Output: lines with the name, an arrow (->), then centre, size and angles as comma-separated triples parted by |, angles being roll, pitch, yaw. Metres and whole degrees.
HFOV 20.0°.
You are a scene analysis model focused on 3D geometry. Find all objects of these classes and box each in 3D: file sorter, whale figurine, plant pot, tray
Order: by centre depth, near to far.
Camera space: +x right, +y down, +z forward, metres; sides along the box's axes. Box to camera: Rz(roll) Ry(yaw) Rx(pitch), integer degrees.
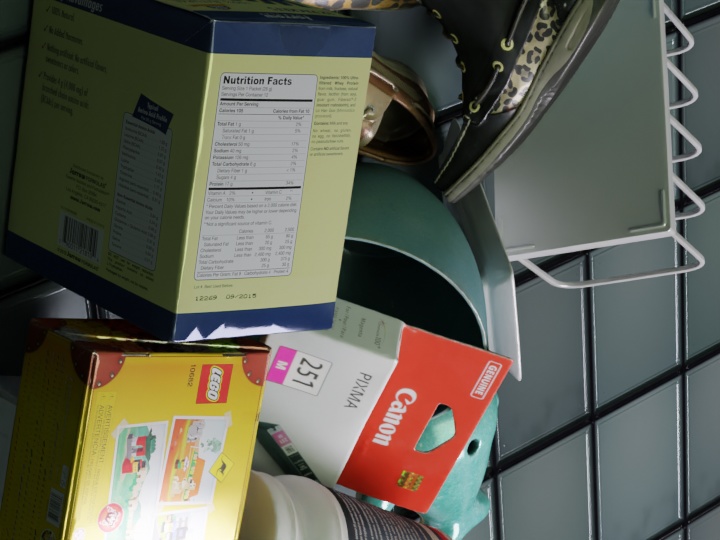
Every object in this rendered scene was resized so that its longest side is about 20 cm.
plant pot -> 0.000, 0.000, 1.487 | 0.135, 0.198, 0.201 | -78, 148, -43
tray -> 0.088, -0.017, 1.550 | 0.022, 0.201, 0.108 | -12, 130, -3
file sorter -> 0.189, -0.098, 1.582 | 0.124, 0.138, 0.202 | 32, 54, -58
whale figurine -> 0.066, 0.151, 1.641 | 0.159, 0.103, 0.201 | -39, 128, -26

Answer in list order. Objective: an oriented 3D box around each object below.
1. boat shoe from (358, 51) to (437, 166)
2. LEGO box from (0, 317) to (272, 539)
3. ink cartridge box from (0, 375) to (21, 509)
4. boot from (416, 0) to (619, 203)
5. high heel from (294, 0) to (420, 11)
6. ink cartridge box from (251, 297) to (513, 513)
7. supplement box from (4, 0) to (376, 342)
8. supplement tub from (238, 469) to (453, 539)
boat shoe -> -0.011, -0.123, 1.447 | 0.199, 0.072, 0.076 | 13, 130, -46
LEGO box -> -0.151, 0.137, 1.334 | 0.148, 0.077, 0.202 | 2, 102, -44
ink cartridge box -> -0.209, 0.183, 1.412 | 0.146, 0.086, 0.202 | 6, 102, -43
boot -> 0.073, -0.163, 1.436 | 0.204, 0.153, 0.073 | -55, 173, 33
high heel -> -0.005, -0.238, 1.444 | 0.200, 0.071, 0.142 | -50, 140, -1
ink cartridge box -> -0.005, 0.110, 1.472 | 0.201, 0.172, 0.044 | 115, -8, -45
supplement box -> -0.114, -0.082, 1.319 | 0.134, 0.199, 0.202 | -4, 109, -42
supplement tub -> -0.026, 0.230, 1.469 | 0.199, 0.140, 0.141 | 26, 87, -37
